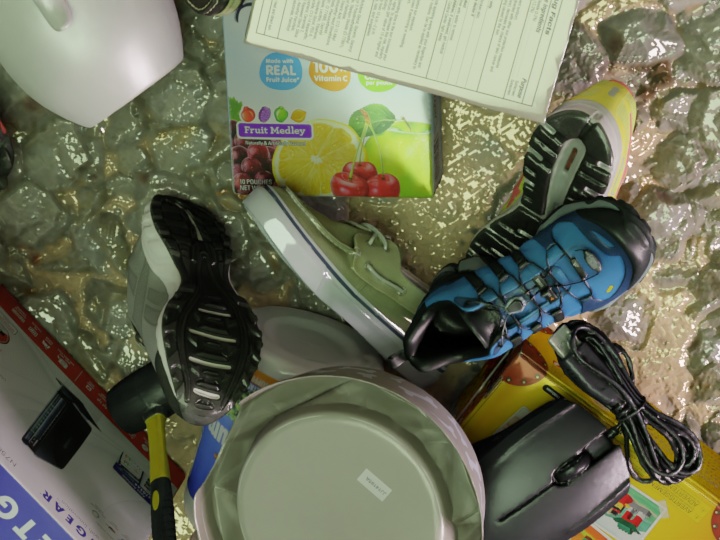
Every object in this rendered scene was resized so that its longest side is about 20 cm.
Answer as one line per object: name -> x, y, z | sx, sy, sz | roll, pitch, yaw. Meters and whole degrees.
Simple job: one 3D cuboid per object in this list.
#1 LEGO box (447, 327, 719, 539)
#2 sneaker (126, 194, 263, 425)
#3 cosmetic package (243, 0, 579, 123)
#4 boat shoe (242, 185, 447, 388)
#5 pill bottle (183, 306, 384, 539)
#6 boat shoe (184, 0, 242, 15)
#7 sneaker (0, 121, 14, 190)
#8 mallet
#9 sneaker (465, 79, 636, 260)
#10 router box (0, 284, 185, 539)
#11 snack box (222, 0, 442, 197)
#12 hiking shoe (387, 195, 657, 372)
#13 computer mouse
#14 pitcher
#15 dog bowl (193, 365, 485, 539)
LEGO box -> 0.149, 0.153, 1.630 | 0.200, 0.077, 0.149 | 37, 112, -4
sneaker -> -0.119, 0.037, 1.588 | 0.074, 0.200, 0.079 | 16, 124, -24
cosmetic package -> 0.035, -0.174, 1.482 | 0.200, 0.073, 0.104 | 16, 109, -2
boat shoe -> 0.000, 0.000, 1.600 | 0.062, 0.072, 0.200 | -44, 121, 4
pill bottle -> -0.062, 0.136, 1.645 | 0.112, 0.112, 0.200 | 18, 111, 3
boat shoe -> -0.145, -0.250, 1.521 | 0.073, 0.065, 0.200 | -37, 80, 50
sneaker -> -0.314, -0.135, 1.617 | 0.071, 0.098, 0.200 | -39, 123, 8
mallet -> -0.132, 0.138, 1.623 | 0.066, 0.200, 0.041 | -37, 130, 15
sneaker -> 0.138, -0.047, 1.564 | 0.078, 0.090, 0.200 | 33, 135, 6
router box -> -0.227, 0.125, 1.634 | 0.049, 0.180, 0.200 | -40, 99, 21
snack box -> -0.019, -0.151, 1.565 | 0.142, 0.053, 0.200 | 1, 109, 9
hiking shoe -> 0.109, 0.019, 1.508 | 0.074, 0.087, 0.200 | 50, 136, -11
computer mouse -> 0.115, 0.138, 1.561 | 0.200, 0.053, 0.139 | -38, 100, 20
pitcher -> -0.209, -0.192, 1.521 | 0.121, 0.172, 0.200 | -35, 99, 10
dog bowl -> -0.008, 0.154, 1.541 | 0.200, 0.059, 0.201 | 5, 108, 15
